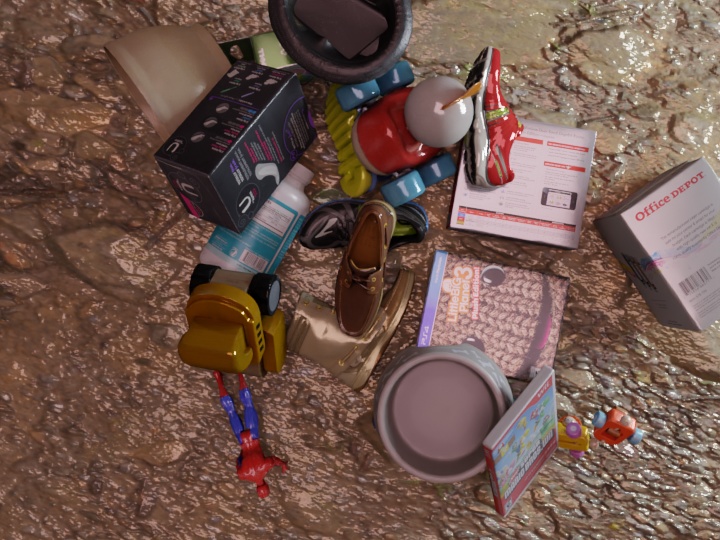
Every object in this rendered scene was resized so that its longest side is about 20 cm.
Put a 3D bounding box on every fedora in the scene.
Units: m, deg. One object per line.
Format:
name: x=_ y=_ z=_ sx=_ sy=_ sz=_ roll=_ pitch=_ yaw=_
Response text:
fedora: x=-0.026 y=-0.341 z=1.034 sx=0.198 sy=0.092 sz=0.203 roll=0 pitch=89 yaw=0

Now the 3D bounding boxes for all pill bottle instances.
pill bottle: x=-0.147 y=-0.074 z=1.130 sx=0.110 sy=0.111 sz=0.201 roll=30 pitch=90 yaw=1

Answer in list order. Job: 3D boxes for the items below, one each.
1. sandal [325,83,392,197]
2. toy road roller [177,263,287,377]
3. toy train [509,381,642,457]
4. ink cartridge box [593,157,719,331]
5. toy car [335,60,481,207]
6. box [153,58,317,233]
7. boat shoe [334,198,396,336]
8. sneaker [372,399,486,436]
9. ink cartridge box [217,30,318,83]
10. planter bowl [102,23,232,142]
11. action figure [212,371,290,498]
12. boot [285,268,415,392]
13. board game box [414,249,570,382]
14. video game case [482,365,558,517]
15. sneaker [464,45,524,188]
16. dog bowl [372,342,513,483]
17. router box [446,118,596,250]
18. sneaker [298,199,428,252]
sandal: x=0.002 y=-0.208 z=1.155 sx=0.086 sy=0.079 sz=0.202 roll=-4 pitch=81 yaw=-36
toy road roller: x=-0.184 y=0.096 z=1.052 sx=0.122 sy=0.147 sz=0.201 roll=9 pitch=135 yaw=10
toy train: x=0.305 y=0.208 z=1.119 sx=0.198 sy=0.151 sz=0.056 roll=23 pitch=54 yaw=5
ink cartridge box: x=0.466 y=-0.037 z=1.102 sx=0.145 sy=0.145 sz=0.201 roll=-33 pitch=90 yaw=1
toy car: x=0.101 y=-0.217 z=1.060 sx=0.199 sy=0.176 sz=0.186 roll=-18 pitch=100 yaw=45
box: x=-0.165 y=-0.172 z=1.039 sx=0.105 sy=0.123 sz=0.201 roll=20 pitch=62 yaw=27
boat shoe: x=0.001 y=0.000 z=1.068 sx=0.071 sy=0.068 sz=0.202 roll=14 pitch=103 yaw=8
sneaker: x=0.103 y=0.206 z=1.119 sx=0.198 sy=0.089 sz=0.079 roll=-18 pitch=90 yaw=24
ink cartridge box: x=-0.106 y=-0.318 z=1.133 sx=0.198 sy=0.104 sz=0.060 roll=-13 pitch=89 yaw=1
planter bowl: x=-0.258 y=-0.272 z=1.099 sx=0.134 sy=0.200 sz=0.201 roll=-36 pitch=89 yaw=-11
action figure: x=-0.166 y=0.250 z=1.158 sx=0.065 sy=0.099 sz=0.202 roll=-20 pitch=67 yaw=3
boot: x=-0.019 y=0.062 z=1.148 sx=0.154 sy=0.073 sz=0.201 roll=28 pitch=94 yaw=2
board game box: x=0.189 y=0.071 z=1.116 sx=0.198 sy=0.097 sz=0.161 roll=11 pitch=85 yaw=5
video game case: x=0.224 y=0.239 z=1.039 sx=0.017 sy=0.201 sz=0.143 roll=28 pitch=61 yaw=36
sneaker: x=0.196 y=-0.222 z=1.103 sx=0.084 sy=0.077 sz=0.202 roll=-1 pitch=96 yaw=-9
dog bowl: x=0.112 y=0.197 z=1.040 sx=0.198 sy=0.059 sz=0.202 roll=0 pitch=92 yaw=9
router box: x=0.244 y=-0.136 z=1.154 sx=0.198 sy=0.049 sz=0.181 roll=10 pitch=90 yaw=1
sneaker: x=0.005 y=-0.063 z=1.136 sx=0.197 sy=0.083 sz=0.071 roll=-4 pitch=122 yaw=1
